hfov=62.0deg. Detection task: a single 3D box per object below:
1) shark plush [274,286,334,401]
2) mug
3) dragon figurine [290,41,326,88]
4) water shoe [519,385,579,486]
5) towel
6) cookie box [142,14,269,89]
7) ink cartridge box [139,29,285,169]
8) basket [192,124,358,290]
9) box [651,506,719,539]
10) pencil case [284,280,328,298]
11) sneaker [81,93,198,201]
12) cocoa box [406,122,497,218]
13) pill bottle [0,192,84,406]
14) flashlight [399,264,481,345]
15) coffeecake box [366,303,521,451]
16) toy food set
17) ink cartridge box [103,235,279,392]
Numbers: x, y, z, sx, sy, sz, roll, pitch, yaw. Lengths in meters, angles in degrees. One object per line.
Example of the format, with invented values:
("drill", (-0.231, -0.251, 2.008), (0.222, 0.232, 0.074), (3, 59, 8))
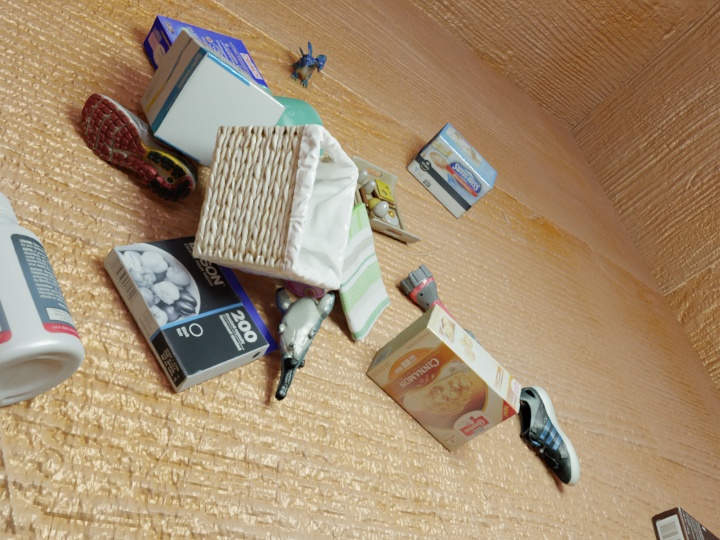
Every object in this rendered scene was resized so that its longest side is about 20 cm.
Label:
("shark plush", (-0.081, 0.107, 0.881), (0.090, 0.084, 0.201), (-2, 39, -2))
("mug", (-0.167, -0.243, 1.089), (0.184, 0.153, 0.114), (31, 26, 31))
("dragon figurine", (-0.121, -0.516, 1.467), (0.059, 0.099, 0.201), (32, 36, -22))
("water shoe", (0.354, 0.328, 1.177), (0.078, 0.072, 0.201), (-7, 58, -20))
("towel", (0.000, 0.000, 1.030), (0.149, 0.030, 0.201), (-51, 132, -57))
("cookie box", (-0.287, -0.380, 1.153), (0.199, 0.075, 0.172), (-5, 59, -51))
("ink cartridge box", (-0.241, -0.265, 0.954), (0.147, 0.145, 0.200), (28, 13, -37))
("basket", (-0.111, -0.088, 0.853), (0.198, 0.160, 0.202), (28, 72, -73))
("box", (0.728, 0.611, 1.290), (0.200, 0.075, 0.100), (39, 33, -16))
("pencil case", (-0.056, -0.027, 1.040), (0.087, 0.087, 0.200), (46, 32, -2))
("sneaker", (-0.334, -0.186, 0.911), (0.200, 0.078, 0.082), (44, 18, -12))
("cocoa box", (0.248, -0.268, 1.603), (0.200, 0.131, 0.134), (44, 33, -6))
("pill bottle", (-0.367, 0.022, 0.597), (0.119, 0.120, 0.201), (-5, 59, -51))
("flashlight", (0.162, 0.084, 1.192), (0.200, 0.068, 0.068), (53, 32, 9))
("coffeecake box", (0.137, 0.179, 0.982), (0.200, 0.153, 0.073), (43, 33, -6))
("toy food set", (0.053, -0.158, 1.327), (0.143, 0.060, 0.201), (18, 43, -37))
("ink cartridge box", (-0.215, 0.044, 0.822), (0.199, 0.043, 0.200), (55, 32, 12))
